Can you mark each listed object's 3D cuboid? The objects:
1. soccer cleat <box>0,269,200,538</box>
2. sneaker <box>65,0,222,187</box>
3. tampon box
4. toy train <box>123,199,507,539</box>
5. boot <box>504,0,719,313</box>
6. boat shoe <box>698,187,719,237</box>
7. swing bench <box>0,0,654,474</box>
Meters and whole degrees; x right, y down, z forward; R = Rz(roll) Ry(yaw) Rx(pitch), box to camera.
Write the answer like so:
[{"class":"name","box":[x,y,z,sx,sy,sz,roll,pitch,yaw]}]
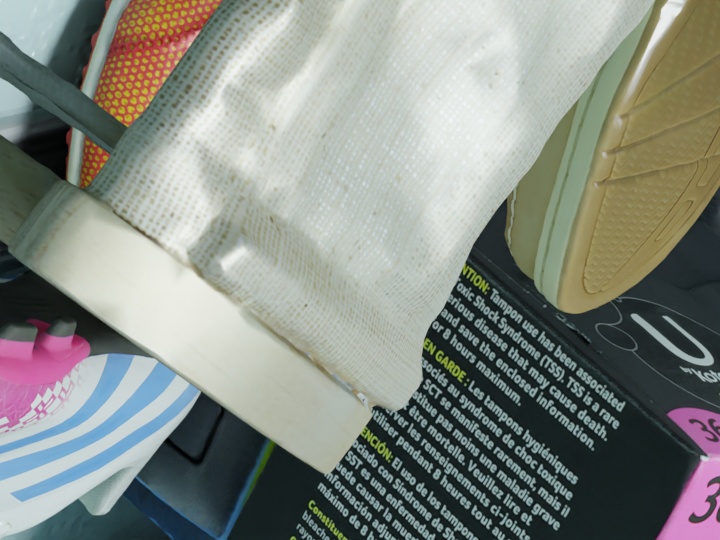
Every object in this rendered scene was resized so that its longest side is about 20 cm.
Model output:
[{"class":"soccer cleat","box":[-0.106,0.037,0.651,0.200,0.070,0.087,4,117,-61]},{"class":"sneaker","box":[-0.005,-0.082,0.680,0.200,0.077,0.073,-52,156,-4]},{"class":"tampon box","box":[0.053,0.097,0.745,0.150,0.126,0.200,2,122,-49]},{"class":"toy train","box":[0.000,0.000,0.778,0.114,0.087,0.200,1,120,-53]},{"class":"boot","box":[0.029,-0.103,0.619,0.073,0.155,0.201,-27,136,-43]},{"class":"boat shoe","box":[0.127,0.009,1.033,0.200,0.060,0.074,94,20,-48]},{"class":"swing bench","box":[-0.026,-0.099,0.449,0.199,0.200,0.130,-55,179,-3]}]
